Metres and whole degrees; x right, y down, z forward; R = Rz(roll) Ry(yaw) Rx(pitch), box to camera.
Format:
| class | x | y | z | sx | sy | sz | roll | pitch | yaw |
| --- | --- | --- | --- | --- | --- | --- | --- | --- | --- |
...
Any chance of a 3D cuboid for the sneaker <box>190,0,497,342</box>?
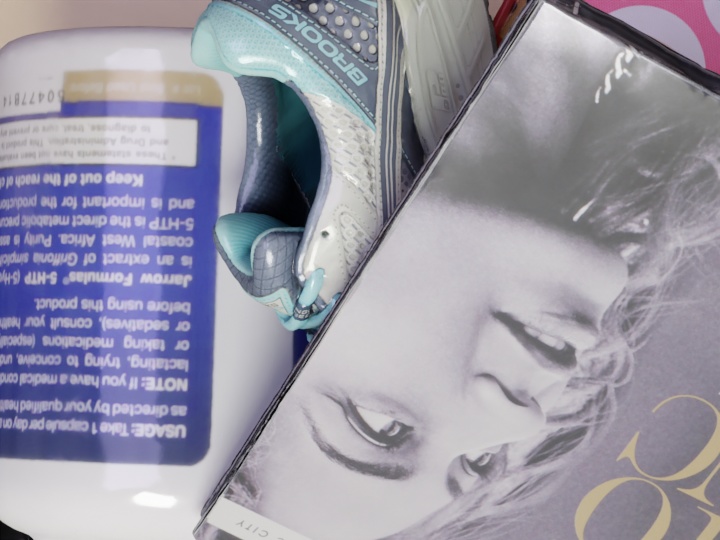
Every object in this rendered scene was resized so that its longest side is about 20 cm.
| class | x | y | z | sx | sy | sz | roll | pitch | yaw |
| --- | --- | --- | --- | --- | --- | --- | --- | --- | --- |
| sneaker | 0.000 | 0.000 | 0.740 | 0.077 | 0.086 | 0.201 | 7 | 117 | 56 |

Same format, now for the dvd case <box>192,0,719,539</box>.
| class | x | y | z | sx | sy | sz | roll | pitch | yaw |
| --- | --- | --- | --- | --- | --- | --- | --- | --- | --- |
| dvd case | 0.062 | 0.034 | 0.702 | 0.148 | 0.016 | 0.201 | 26 | 121 | -12 |

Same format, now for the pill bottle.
| class | x | y | z | sx | sy | sz | roll | pitch | yaw |
| --- | --- | --- | --- | --- | --- | --- | --- | --- | --- |
| pill bottle | -0.060 | 0.031 | 0.800 | 0.119 | 0.120 | 0.202 | 1 | 86 | 20 |

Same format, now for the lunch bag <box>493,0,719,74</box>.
| class | x | y | z | sx | sy | sz | roll | pitch | yaw |
| --- | --- | --- | --- | --- | --- | --- | --- | --- | --- |
| lunch bag | 0.143 | -0.063 | 0.750 | 0.199 | 0.082 | 0.177 | 29 | 96 | 20 |
